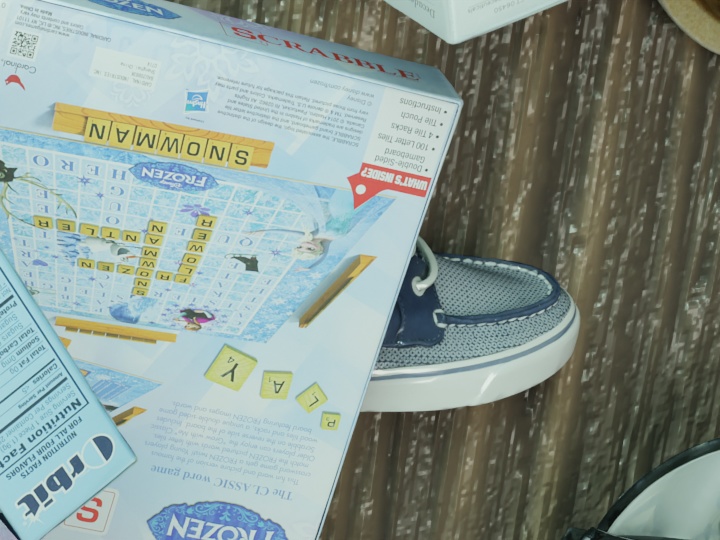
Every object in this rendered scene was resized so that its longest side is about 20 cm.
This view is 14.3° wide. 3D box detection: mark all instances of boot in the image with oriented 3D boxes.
[{"bbox_3d":[0.000,0.000,1.060,0.200,0.073,0.090,-8,120,-30],"label":"boot"}]

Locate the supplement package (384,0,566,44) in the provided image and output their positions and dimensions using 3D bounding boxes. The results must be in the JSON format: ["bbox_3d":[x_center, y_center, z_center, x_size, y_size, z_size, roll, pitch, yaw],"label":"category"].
[{"bbox_3d":[0.032,-0.176,0.899,0.156,0.200,0.111,-23,127,-24],"label":"supplement package"}]

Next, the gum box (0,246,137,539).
[{"bbox_3d":[-0.158,-0.035,0.805,0.045,0.170,0.200,-38,128,-14],"label":"gum box"}]

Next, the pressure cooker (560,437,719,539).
[{"bbox_3d":[0.179,0.163,1.206,0.176,0.179,0.200,-30,144,13],"label":"pressure cooker"}]

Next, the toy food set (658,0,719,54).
[{"bbox_3d":[0.189,-0.166,1.122,0.200,0.049,0.198,23,100,-42],"label":"toy food set"}]

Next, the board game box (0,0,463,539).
[{"bbox_3d":[-0.090,0.005,0.975,0.200,0.041,0.200,13,108,-17],"label":"board game box"}]
